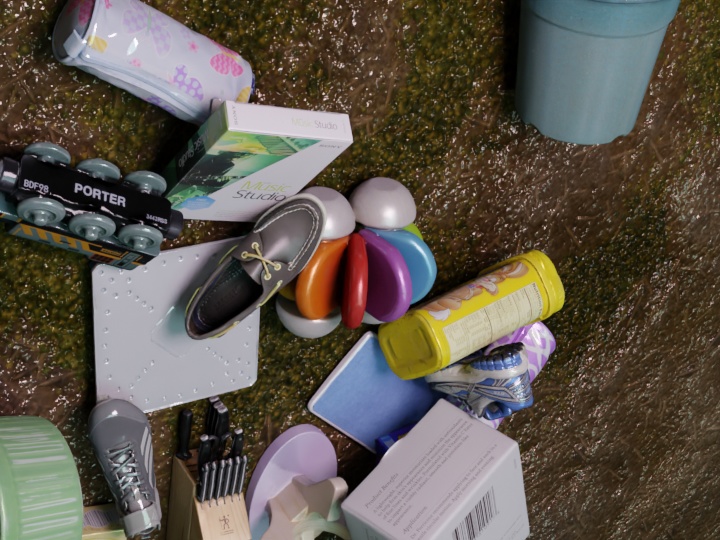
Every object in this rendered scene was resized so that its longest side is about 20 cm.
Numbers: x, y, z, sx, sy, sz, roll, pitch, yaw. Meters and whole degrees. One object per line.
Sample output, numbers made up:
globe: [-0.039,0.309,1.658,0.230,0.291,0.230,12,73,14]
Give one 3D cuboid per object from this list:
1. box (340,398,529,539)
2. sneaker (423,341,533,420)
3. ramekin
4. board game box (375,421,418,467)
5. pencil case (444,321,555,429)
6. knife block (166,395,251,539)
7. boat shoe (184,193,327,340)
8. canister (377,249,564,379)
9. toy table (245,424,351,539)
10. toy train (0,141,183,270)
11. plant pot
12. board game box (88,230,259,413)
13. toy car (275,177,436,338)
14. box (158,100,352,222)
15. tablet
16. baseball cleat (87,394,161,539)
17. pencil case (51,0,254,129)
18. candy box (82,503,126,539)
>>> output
box: [0.098,0.311,1.479,0.199,0.130,0.202,-42,140,-27]
sneaker: [0.144,0.147,1.461,0.076,0.199,0.086,-22,92,-25]
ramekin: [-0.369,0.246,1.230,0.097,0.199,0.203,-2,118,-41]
board game box: [0.085,0.299,1.649,0.133,0.045,0.203,-19,129,-27]
pencil case: [0.179,0.144,1.581,0.201,0.083,0.086,-50,142,-22]
knife block: [-0.195,0.255,1.447,0.063,0.178,0.200,-6,165,-29]
boat shoe: [-0.112,0.001,1.268,0.072,0.061,0.201,43,107,-4]
canister: [0.135,0.057,1.472,0.198,0.148,0.088,-24,89,-29]
toy table: [-0.071,0.316,1.519,0.181,0.117,0.203,-13,124,-27]
toy train: [-0.276,-0.059,1.167,0.198,0.087,0.113,15,151,-34]
plant pot: [0.262,-0.266,1.359,0.198,0.201,0.198,-16,132,-25]
board game box: [-0.208,0.061,1.336,0.197,0.026,0.203,-12,122,-28]
toy car: [0.000,0.000,1.356,0.197,0.150,0.178,-10,122,-28]
box: [-0.117,-0.106,1.212,0.143,0.037,0.200,1,156,-33]
tablet: [0.027,0.171,1.566,0.131,0.014,0.200,-50,132,2]
baseball cleat: [-0.255,0.230,1.333,0.069,0.107,0.202,-19,140,-10]
pencil case: [-0.199,-0.201,1.146,0.083,0.092,0.199,-22,145,40]
candy box: [-0.377,0.343,1.370,0.197,0.055,0.117,-1,117,-32]
